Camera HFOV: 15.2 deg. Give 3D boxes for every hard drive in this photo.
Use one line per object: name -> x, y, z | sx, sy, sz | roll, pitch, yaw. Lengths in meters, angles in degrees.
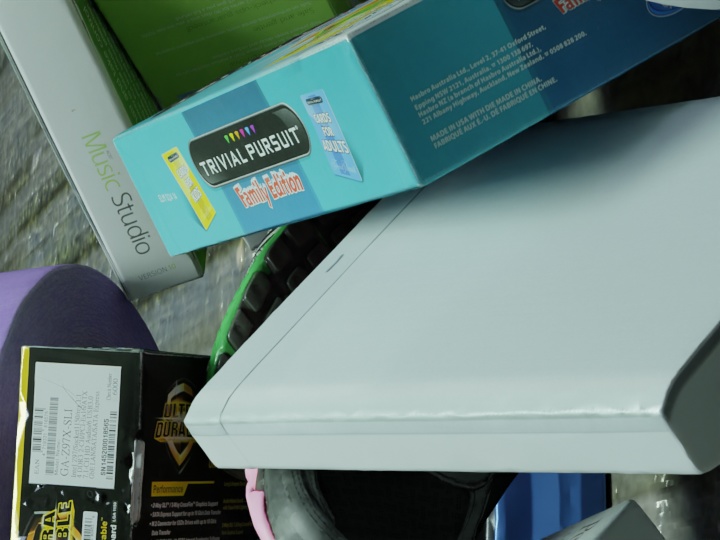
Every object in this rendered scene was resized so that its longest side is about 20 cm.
hard drive -> 0.052, 0.003, 0.716 | 0.200, 0.132, 0.027 | -4, 126, 53

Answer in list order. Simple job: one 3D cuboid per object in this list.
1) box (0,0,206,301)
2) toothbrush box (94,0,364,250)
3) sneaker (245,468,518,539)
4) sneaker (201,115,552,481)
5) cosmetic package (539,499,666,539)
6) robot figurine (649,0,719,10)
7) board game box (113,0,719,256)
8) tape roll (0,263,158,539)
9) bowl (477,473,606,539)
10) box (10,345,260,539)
box -> -0.101, -0.094, 1.083 | 0.200, 0.036, 0.145 | -93, -19, -65
toothbrush box -> -0.048, -0.129, 1.076 | 0.200, 0.086, 0.146 | 57, -162, -50
sneaker -> 0.038, 0.024, 0.811 | 0.095, 0.079, 0.200 | -46, 2, 44
sneaker -> 0.000, 0.000, 0.946 | 0.085, 0.078, 0.200 | -36, 17, 51
cosmetic package -> 0.012, 0.149, 0.799 | 0.200, 0.101, 0.071 | -31, 97, 45
robot figurine -> 0.097, -0.161, 0.653 | 0.200, 0.125, 0.150 | -67, 27, 23
board game box -> 0.027, -0.067, 0.813 | 0.047, 0.151, 0.200 | 63, 157, -6
tape roll -> -0.122, 0.100, 0.993 | 0.200, 0.065, 0.201 | -8, -90, -73
bowl -> 0.034, 0.098, 0.980 | 0.201, 0.039, 0.201 | -176, 90, -73
box -> -0.059, 0.110, 0.956 | 0.200, 0.049, 0.160 | 9, -99, -69
